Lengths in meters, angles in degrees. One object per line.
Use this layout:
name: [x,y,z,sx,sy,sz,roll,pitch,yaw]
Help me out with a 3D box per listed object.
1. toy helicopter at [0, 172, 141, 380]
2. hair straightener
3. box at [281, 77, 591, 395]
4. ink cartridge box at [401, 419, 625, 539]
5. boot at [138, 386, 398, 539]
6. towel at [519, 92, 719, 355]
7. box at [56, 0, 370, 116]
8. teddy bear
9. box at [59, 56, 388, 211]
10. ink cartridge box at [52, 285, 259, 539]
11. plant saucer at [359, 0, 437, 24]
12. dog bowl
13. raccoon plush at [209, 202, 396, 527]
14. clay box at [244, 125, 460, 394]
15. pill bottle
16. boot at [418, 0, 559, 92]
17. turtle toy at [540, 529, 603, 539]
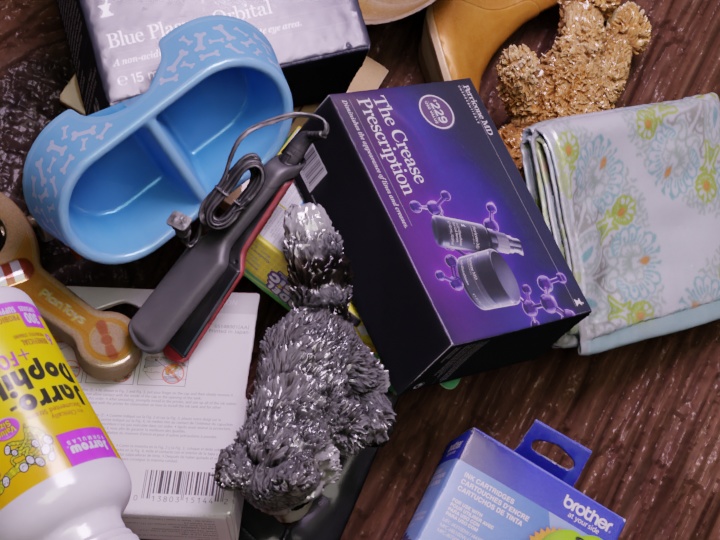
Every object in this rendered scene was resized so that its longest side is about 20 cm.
toy helicopter: [-0.230,0.004,1.253,0.199,0.079,0.132,34,59,11]
hair straightener: [-0.091,-0.026,1.194,0.200,0.077,0.041,-51,61,11]
box: [0.053,-0.028,1.266,0.140,0.079,0.201,-10,66,-41]
ink cartridge box: [0.098,0.209,1.289,0.136,0.076,0.201,30,71,-4]
boot: [-0.076,0.140,1.271,0.164,0.066,0.202,28,75,-11]
towel: [0.209,-0.037,1.342,0.198,0.048,0.173,-12,97,-35]
box: [-0.119,-0.213,1.297,0.195,0.117,0.202,-14,80,-15]
teddy bear: [0.162,-0.133,1.369,0.066,0.146,0.200,21,60,40]
box: [-0.102,-0.139,1.357,0.199,0.021,0.164,33,73,-4]
ink cartridge box: [-0.172,0.097,1.244,0.197,0.045,0.178,2,55,6]
plant saucer: [0.037,-0.277,1.362,0.035,0.199,0.203,22,67,-50]
dog bowl: [-0.130,-0.082,1.198,0.199,0.112,0.050,-37,42,-4]
raccoon plush: [-0.056,0.065,1.177,0.096,0.134,0.202,-19,89,25]
clay box: [0.000,0.000,1.295,0.200,0.048,0.115,40,47,-6]
pill bottle: [-0.212,0.117,1.140,0.104,0.104,0.201,-28,72,-17]
boot: [0.112,-0.201,1.389,0.142,0.071,0.203,-12,73,-8]
turtle toy: [0.106,0.255,1.175,0.146,0.101,0.201,43,48,-10]
